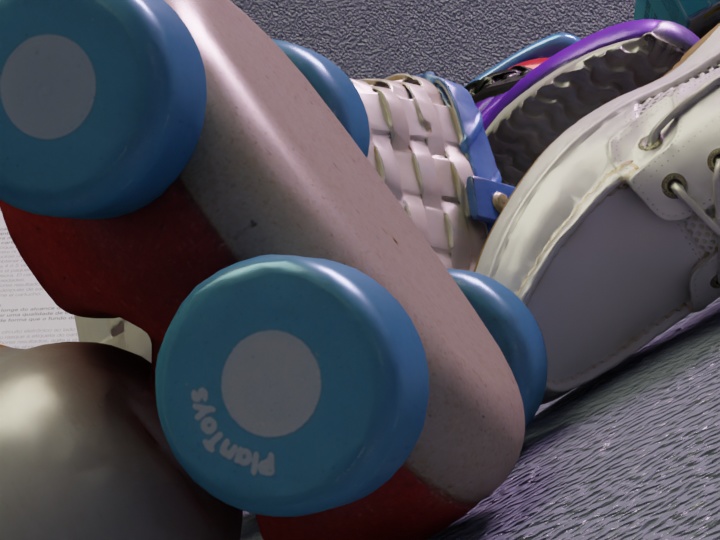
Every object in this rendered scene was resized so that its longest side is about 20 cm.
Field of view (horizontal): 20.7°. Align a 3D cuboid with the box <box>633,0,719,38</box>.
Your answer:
[{"bbox_3d":[0.189,-0.146,1.019,0.082,0.049,0.200,-27,-8,3],"label":"box"}]

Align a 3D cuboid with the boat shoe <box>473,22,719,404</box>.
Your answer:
[{"bbox_3d":[0.117,-0.030,0.647,0.200,0.071,0.069,-45,28,-17],"label":"boat shoe"}]

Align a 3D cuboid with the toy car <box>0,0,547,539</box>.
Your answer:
[{"bbox_3d":[-0.074,0.037,0.555,0.200,0.177,0.184,-40,-10,12],"label":"toy car"}]

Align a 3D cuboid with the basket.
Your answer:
[{"bbox_3d":[0.001,0.003,0.757,0.176,0.140,0.200,-25,-31,35],"label":"basket"}]

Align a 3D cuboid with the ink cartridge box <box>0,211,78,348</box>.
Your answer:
[{"bbox_3d":[-0.166,0.030,0.835,0.195,0.043,0.200,-2,39,8],"label":"ink cartridge box"}]

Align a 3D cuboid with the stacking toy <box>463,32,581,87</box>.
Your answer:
[{"bbox_3d":[0.107,-0.052,1.135,0.109,0.116,0.200,-30,13,17],"label":"stacking toy"}]

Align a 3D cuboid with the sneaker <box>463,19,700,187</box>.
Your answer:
[{"bbox_3d":[0.072,-0.059,0.832,0.200,0.069,0.100,-43,25,43],"label":"sneaker"}]
